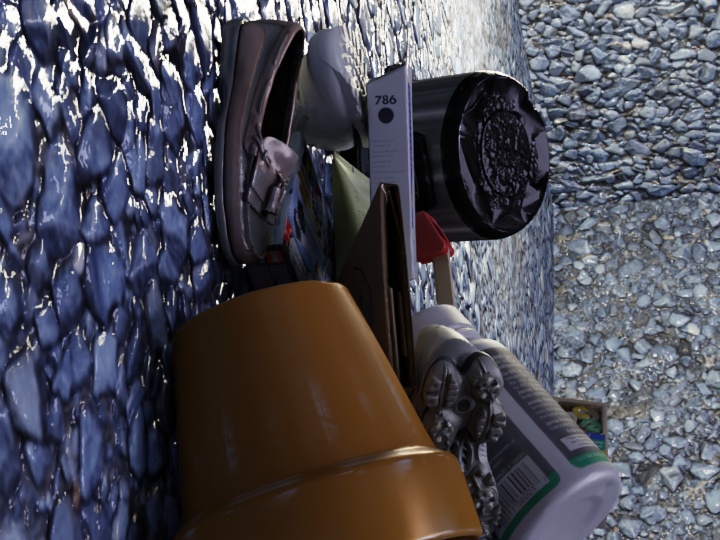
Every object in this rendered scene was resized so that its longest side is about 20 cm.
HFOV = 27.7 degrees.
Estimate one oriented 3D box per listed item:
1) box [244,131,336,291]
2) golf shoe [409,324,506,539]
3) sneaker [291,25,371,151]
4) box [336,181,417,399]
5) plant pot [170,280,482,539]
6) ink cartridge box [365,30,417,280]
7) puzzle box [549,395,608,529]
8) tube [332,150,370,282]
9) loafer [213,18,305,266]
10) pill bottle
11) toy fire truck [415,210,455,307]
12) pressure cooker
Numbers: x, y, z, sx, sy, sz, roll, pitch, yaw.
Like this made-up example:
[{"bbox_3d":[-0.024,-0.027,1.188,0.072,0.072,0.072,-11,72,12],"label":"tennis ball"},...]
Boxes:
[{"bbox_3d":[-0.051,0.003,1.243,0.138,0.039,0.201,-83,163,-45],"label":"box"},{"bbox_3d":[0.059,0.135,1.072,0.097,0.078,0.202,-120,-143,-62],"label":"golf shoe"},{"bbox_3d":[-0.032,-0.144,1.228,0.200,0.080,0.077,73,16,-74],"label":"sneaker"},{"bbox_3d":[0.006,0.052,1.126,0.200,0.021,0.165,113,-25,-61],"label":"box"},{"bbox_3d":[-0.041,0.114,0.958,0.200,0.199,0.185,42,30,-72],"label":"plant pot"},{"bbox_3d":[0.027,-0.092,1.213,0.099,0.039,0.202,11,79,-86],"label":"ink cartridge box"},{"bbox_3d":[0.110,0.151,1.233,0.134,0.198,0.026,-79,175,-53],"label":"puzzle box"},{"bbox_3d":[0.000,0.000,1.286,0.058,0.051,0.202,132,-44,-65],"label":"tube"},{"bbox_3d":[-0.075,-0.103,1.121,0.072,0.062,0.202,53,34,-68],"label":"loafer"},{"bbox_3d":[0.100,0.127,1.142,0.200,0.113,0.113,49,-7,30],"label":"pill bottle"},{"bbox_3d":[0.042,0.061,1.386,0.049,0.140,0.202,25,44,-74],"label":"toy fire truck"},{"bbox_3d":[0.076,-0.112,1.525,0.179,0.199,0.177,46,57,-37],"label":"pressure cooker"}]
